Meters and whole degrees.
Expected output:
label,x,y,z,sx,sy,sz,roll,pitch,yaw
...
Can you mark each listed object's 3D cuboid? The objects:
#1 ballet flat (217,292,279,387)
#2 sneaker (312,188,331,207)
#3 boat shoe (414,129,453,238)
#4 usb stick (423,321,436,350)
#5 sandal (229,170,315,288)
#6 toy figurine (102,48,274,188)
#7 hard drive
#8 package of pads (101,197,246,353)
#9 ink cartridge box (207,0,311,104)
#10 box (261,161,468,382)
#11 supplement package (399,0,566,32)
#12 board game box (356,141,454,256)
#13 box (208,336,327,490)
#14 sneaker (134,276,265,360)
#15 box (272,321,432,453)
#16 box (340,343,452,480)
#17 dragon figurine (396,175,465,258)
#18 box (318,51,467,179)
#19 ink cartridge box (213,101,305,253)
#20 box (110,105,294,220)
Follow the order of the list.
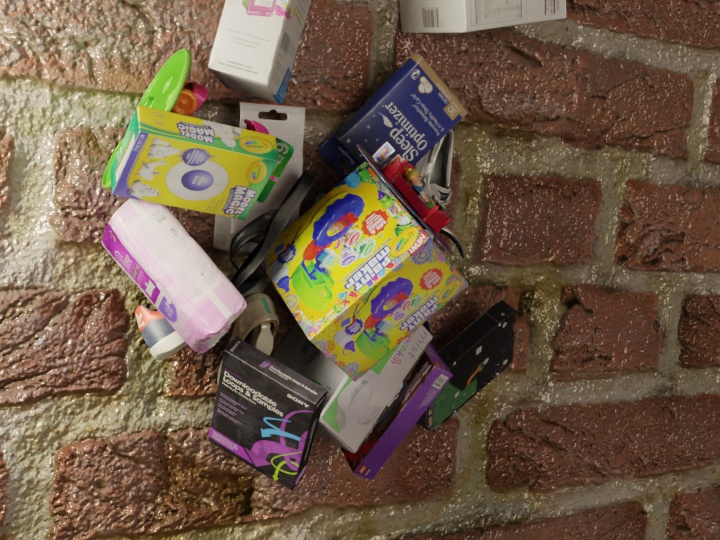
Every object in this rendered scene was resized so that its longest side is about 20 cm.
label,x,y,z,sx,sy,sz,roll,pitch,yaw
ballet flat,-0.151,0.120,1.531,0.067,0.062,0.201,-10,134,-28
sneaker,-0.008,-0.038,1.661,0.200,0.079,0.096,33,98,-32
boat shoe,0.102,-0.119,1.706,0.073,0.066,0.202,-11,106,-51
usb stick,0.078,0.065,1.705,0.033,0.055,0.201,-35,139,-14
sandal,-0.132,-0.055,1.504,0.048,0.075,0.201,35,70,-9
toy figurine,-0.196,-0.145,1.434,0.183,0.150,0.201,30,103,-25
hard drive,0.167,0.152,1.803,0.200,0.038,0.140,-39,146,-25
package of pads,-0.232,0.003,1.413,0.076,0.120,0.200,-40,89,-25
ink cartridge box,-0.119,-0.331,1.457,0.084,0.145,0.201,17,90,4
box,0.000,0.000,1.511,0.200,0.193,0.122,-41,135,3
supplement package,0.176,-0.431,1.653,0.199,0.151,0.152,-15,108,-33
board game box,0.075,-0.106,1.526,0.039,0.158,0.200,-41,106,7
box,-0.127,0.193,1.511,0.036,0.142,0.201,-49,162,-44
sneaker,-0.214,0.038,1.519,0.200,0.075,0.085,-31,85,-42
box,-0.026,0.132,1.605,0.097,0.176,0.200,46,73,-33
box,0.037,0.183,1.642,0.039,0.137,0.200,28,106,-32
dragon figurine,0.066,-0.082,1.649,0.099,0.059,0.200,-35,114,4
box,0.047,-0.201,1.641,0.200,0.032,0.121,-44,124,4
ink cartridge box,-0.137,-0.126,1.551,0.108,0.050,0.202,0,99,-35
box,-0.186,-0.122,1.355,0.199,0.118,0.049,8,50,-27
